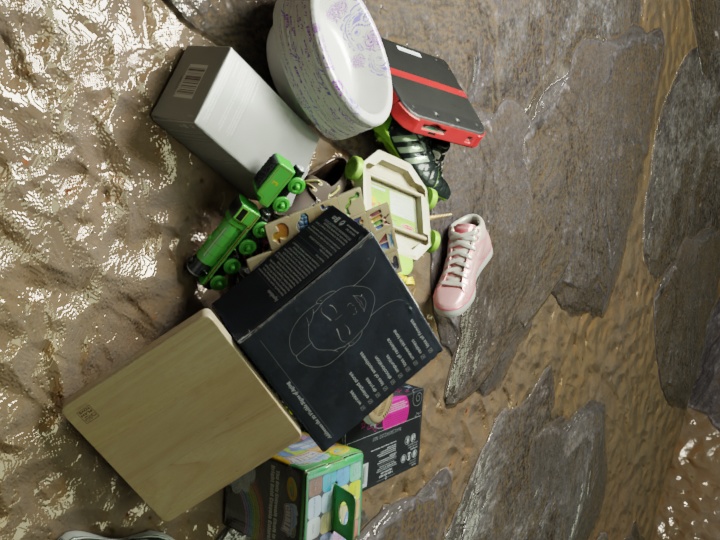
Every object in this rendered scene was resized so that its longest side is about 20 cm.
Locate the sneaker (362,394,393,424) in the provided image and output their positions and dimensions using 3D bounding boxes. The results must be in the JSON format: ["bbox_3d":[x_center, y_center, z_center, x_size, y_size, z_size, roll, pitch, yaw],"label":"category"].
[{"bbox_3d":[-0.011,0.149,1.279,0.202,0.110,0.072,-77,150,-52],"label":"sneaker"}]

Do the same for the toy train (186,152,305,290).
[{"bbox_3d":[-0.142,-0.058,1.076,0.056,0.042,0.201,30,108,-35],"label":"toy train"}]

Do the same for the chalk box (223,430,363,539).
[{"bbox_3d":[-0.074,0.302,1.189,0.123,0.197,0.127,-5,102,-51],"label":"chalk box"}]

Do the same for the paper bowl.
[{"bbox_3d":[-0.047,-0.270,1.141,0.200,0.103,0.204,42,40,-48],"label":"paper bowl"}]

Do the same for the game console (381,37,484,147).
[{"bbox_3d":[0.094,-0.269,1.321,0.198,0.031,0.179,6,49,-45],"label":"game console"}]

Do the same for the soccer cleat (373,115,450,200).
[{"bbox_3d":[0.083,-0.189,1.332,0.081,0.068,0.200,-42,111,8],"label":"soccer cleat"}]

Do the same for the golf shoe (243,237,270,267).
[{"bbox_3d":[-0.102,0.018,1.210,0.093,0.071,0.202,-84,153,-55],"label":"golf shoe"}]

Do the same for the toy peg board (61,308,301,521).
[{"bbox_3d":[-0.205,0.152,1.031,0.198,0.098,0.201,-32,117,4],"label":"toy peg board"}]

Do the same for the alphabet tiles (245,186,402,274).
[{"bbox_3d":[-0.042,-0.006,1.112,0.197,0.006,0.169,-23,119,-16],"label":"alphabet tiles"}]

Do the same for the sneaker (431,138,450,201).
[{"bbox_3d":[0.108,-0.182,1.410,0.076,0.086,0.202,-55,138,-31],"label":"sneaker"}]

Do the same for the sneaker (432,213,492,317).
[{"bbox_3d":[0.172,-0.018,1.539,0.201,0.074,0.106,-57,142,-38],"label":"sneaker"}]

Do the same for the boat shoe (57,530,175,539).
[{"bbox_3d":[-0.275,0.355,1.050,0.199,0.063,0.072,24,79,-52],"label":"boat shoe"}]

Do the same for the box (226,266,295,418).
[{"bbox_3d":[-0.099,0.099,1.156,0.157,0.044,0.204,3,109,-26],"label":"box"}]

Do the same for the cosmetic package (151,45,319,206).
[{"bbox_3d":[-0.147,-0.174,1.083,0.200,0.089,0.108,45,64,-50],"label":"cosmetic package"}]

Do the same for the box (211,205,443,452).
[{"bbox_3d":[-0.038,0.070,1.066,0.196,0.124,0.201,-39,121,-9],"label":"box"}]

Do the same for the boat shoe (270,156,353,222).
[{"bbox_3d":[-0.065,-0.102,1.196,0.200,0.071,0.061,-40,136,-56],"label":"boat shoe"}]

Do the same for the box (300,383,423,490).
[{"bbox_3d":[-0.007,0.248,1.336,0.198,0.113,0.135,-9,107,-50],"label":"box"}]

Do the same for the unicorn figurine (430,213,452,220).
[{"bbox_3d":[0.057,-0.088,1.357,0.201,0.073,0.139,-55,130,-46],"label":"unicorn figurine"}]

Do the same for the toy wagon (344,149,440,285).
[{"bbox_3d":[0.045,-0.069,1.228,0.153,0.039,0.204,18,59,-36],"label":"toy wagon"}]
